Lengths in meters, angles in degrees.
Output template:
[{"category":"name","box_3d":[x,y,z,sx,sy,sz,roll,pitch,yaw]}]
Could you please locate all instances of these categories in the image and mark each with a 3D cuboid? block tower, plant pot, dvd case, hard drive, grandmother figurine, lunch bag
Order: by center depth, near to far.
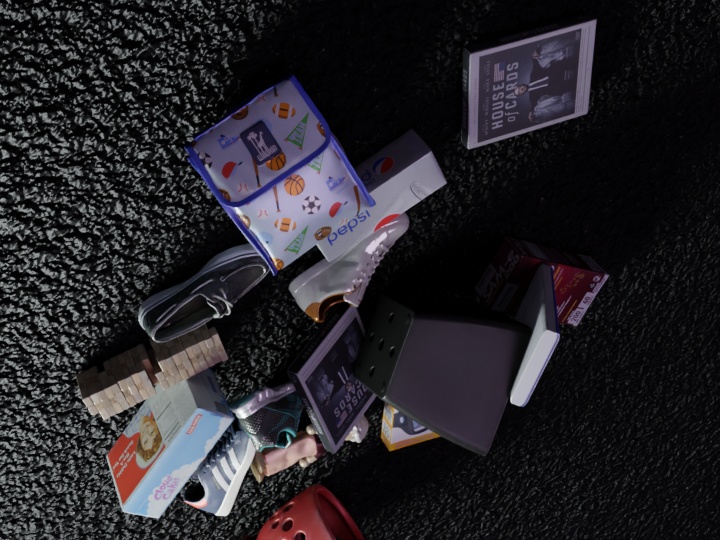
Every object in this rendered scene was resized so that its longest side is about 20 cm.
[{"category":"lunch bag","box_3d":[-0.103,-0.124,1.337,0.170,0.124,0.200,-34,120,-3]},{"category":"block tower","box_3d":[-0.288,0.133,1.473,0.199,0.058,0.054,-25,133,-9]},{"category":"dvd case","box_3d":[0.232,-0.262,1.475,0.199,0.025,0.151,-19,131,-18]},{"category":"hard drive","box_3d":[0.257,0.093,1.583,0.025,0.200,0.132,19,118,-3]},{"category":"plant pot","box_3d":[0.107,0.133,1.589,0.177,0.199,0.201,19,93,-23]},{"category":"dvd case","box_3d":[-0.033,0.163,1.617,0.150,0.025,0.201,-52,141,-28]},{"category":"grandmother figurine","box_3d":[-0.077,0.274,1.706,0.199,0.061,0.121,-18,159,-21]},{"category":"plant pot","box_3d":[-0.092,0.486,1.762,0.182,0.201,0.201,-35,134,3]}]

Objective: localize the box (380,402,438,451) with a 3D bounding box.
[{"category":"box","box_3d":[0.101,0.205,1.764,0.118,0.042,0.201,-13,132,-21]}]

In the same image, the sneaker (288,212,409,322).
[{"category":"sneaker","box_3d":[0.000,0.000,1.504,0.200,0.085,0.073,-38,161,7]}]

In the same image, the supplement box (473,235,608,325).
[{"category":"supplement box","box_3d":[0.293,0.019,1.715,0.199,0.061,0.109,10,119,-34]}]

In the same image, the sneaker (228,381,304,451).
[{"category":"sneaker","box_3d":[-0.121,0.218,1.567,0.077,0.092,0.200,-27,171,23]}]

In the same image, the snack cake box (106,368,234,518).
[{"category":"snack cake box","box_3d":[-0.275,0.240,1.520,0.067,0.115,0.200,24,110,-40]}]

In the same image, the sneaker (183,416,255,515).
[{"category":"sneaker","box_3d":[-0.216,0.286,1.625,0.084,0.075,0.201,16,108,-17]}]

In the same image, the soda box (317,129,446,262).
[{"category":"soda box","box_3d":[0.014,-0.102,1.456,0.199,0.064,0.068,-34,135,-2]}]

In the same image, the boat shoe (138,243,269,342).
[{"category":"boat shoe","box_3d":[-0.201,0.038,1.436,0.199,0.071,0.072,-32,134,-5]}]
